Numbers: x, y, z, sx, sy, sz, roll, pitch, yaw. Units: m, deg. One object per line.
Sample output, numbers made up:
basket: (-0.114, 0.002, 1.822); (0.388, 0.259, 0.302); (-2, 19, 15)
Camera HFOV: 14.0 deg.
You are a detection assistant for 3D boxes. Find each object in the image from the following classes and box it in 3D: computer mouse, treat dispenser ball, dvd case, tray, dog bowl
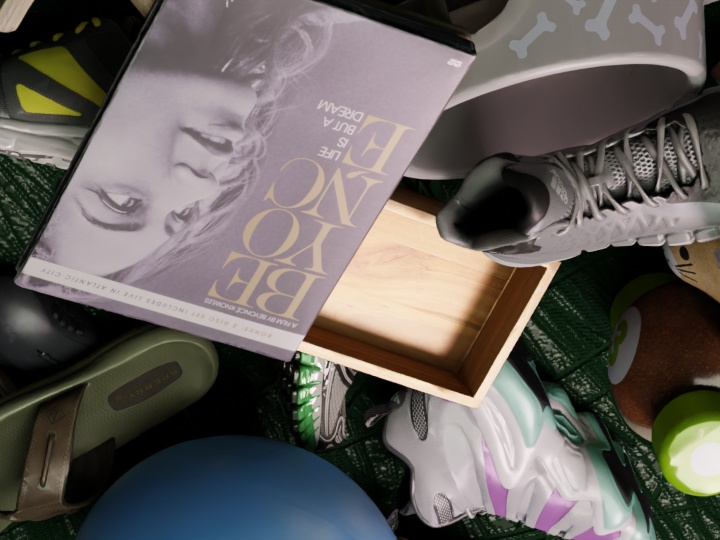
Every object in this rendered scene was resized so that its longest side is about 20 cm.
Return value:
computer mouse: (-0.154, 0.068, 1.691); (0.059, 0.034, 0.200); (-34, 127, 15)
treat dispenser ball: (-0.071, 0.194, 1.659); (0.200, 0.201, 0.201); (-5, 129, -7)
dvd case: (-0.056, -0.049, 1.373); (0.148, 0.016, 0.200); (17, 125, -23)
tray: (0.000, 0.000, 1.584); (0.200, 0.037, 0.099); (19, 109, -30)
dog bowl: (0.087, -0.103, 1.516); (0.200, 0.059, 0.200); (-12, 166, -3)

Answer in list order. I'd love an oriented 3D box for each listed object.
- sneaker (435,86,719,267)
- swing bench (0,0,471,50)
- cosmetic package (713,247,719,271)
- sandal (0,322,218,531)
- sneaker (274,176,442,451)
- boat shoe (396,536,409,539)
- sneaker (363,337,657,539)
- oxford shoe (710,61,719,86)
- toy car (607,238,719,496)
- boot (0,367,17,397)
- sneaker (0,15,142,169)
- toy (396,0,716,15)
sneaker: (0.129, -0.042, 1.490); (0.200, 0.075, 0.115); (-19, 174, 25)
swing bench: (-0.073, -0.169, 1.412); (0.200, 0.199, 0.130); (31, 117, -30)
cosmetic package: (0.254, 0.073, 1.534); (0.051, 0.083, 0.200); (-29, 105, 7)
sandal: (-0.165, 0.099, 1.651); (0.201, 0.057, 0.080); (-34, 137, -3)
sneaker: (0.000, 0.022, 1.654); (0.085, 0.078, 0.200); (4, 126, -14)
boat shoe: (0.009, 0.191, 1.797); (0.200, 0.091, 0.071); (24, 100, 2)
sneaker: (0.079, 0.129, 1.762); (0.140, 0.078, 0.200); (-33, 117, 17)
oxford shoe: (0.285, -0.093, 1.635); (0.200, 0.071, 0.074); (20, 101, -28)
toy car: (0.195, -0.010, 1.622); (0.157, 0.164, 0.200); (-19, 119, 5)
boot: (-0.267, 0.070, 1.634); (0.200, 0.090, 0.073); (35, 115, -31)
sneaker: (-0.148, -0.095, 1.526); (0.200, 0.074, 0.085); (13, 89, 13)
toy: (0.122, -0.163, 1.538); (0.200, 0.047, 0.115); (-18, 163, 11)
